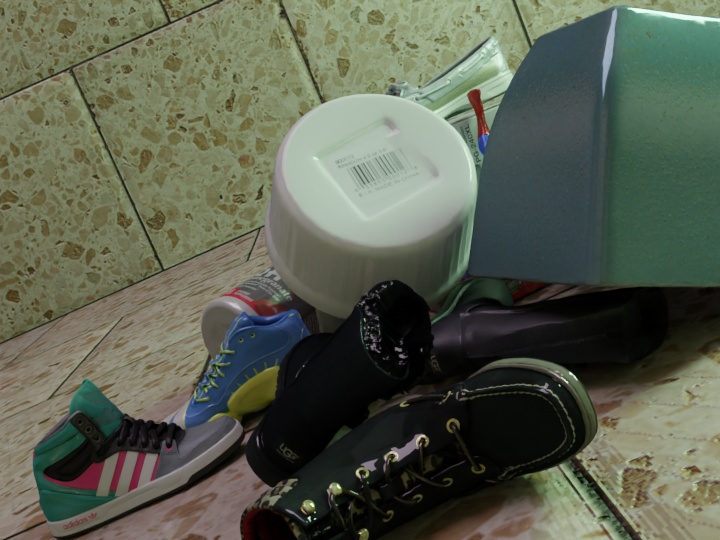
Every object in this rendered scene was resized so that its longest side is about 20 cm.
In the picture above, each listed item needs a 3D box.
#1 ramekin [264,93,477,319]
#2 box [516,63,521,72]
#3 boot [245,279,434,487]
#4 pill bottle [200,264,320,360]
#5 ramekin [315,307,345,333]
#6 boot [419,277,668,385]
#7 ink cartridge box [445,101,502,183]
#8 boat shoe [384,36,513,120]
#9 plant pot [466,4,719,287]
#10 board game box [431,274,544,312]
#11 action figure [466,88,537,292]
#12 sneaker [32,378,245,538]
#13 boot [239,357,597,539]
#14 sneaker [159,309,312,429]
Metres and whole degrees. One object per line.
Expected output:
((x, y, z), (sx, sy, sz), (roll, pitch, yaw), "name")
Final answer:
((0.011, -0.063, 0.836), (0.199, 0.201, 0.098), (-27, -26, -19), "ramekin")
((0.286, -0.188, 1.164), (0.197, 0.098, 0.176), (-4, -9, 1), "box")
((-0.003, 0.071, 0.755), (0.168, 0.076, 0.200), (-46, 6, 27), "boot")
((-0.090, 0.047, 1.137), (0.110, 0.112, 0.199), (-14, 14, 44), "pill bottle")
((0.000, 0.000, 0.962), (0.093, 0.205, 0.202), (-12, 11, 2), "ramekin")
((0.154, 0.037, 0.758), (0.199, 0.066, 0.165), (-16, 14, 40), "boot")
((0.107, -0.091, 1.022), (0.083, 0.147, 0.200), (-24, 9, -18), "ink cartridge box")
((0.074, -0.191, 1.002), (0.200, 0.065, 0.074), (-24, 9, -15), "boat shoe")
((0.209, -0.091, 0.724), (0.194, 0.203, 0.196), (0, 2, -20), "plant pot")
((0.170, -0.013, 1.030), (0.198, 0.047, 0.151), (-26, 10, -10), "board game box")
((0.141, -0.082, 0.856), (0.064, 0.202, 0.099), (-9, -11, 3), "action figure")
((-0.218, 0.151, 0.862), (0.198, 0.122, 0.084), (-25, 10, -6), "sneaker")
((0.030, 0.125, 0.556), (0.153, 0.074, 0.203), (-29, 3, -39), "boot")
((-0.133, 0.104, 0.957), (0.198, 0.106, 0.076), (-25, 10, -9), "sneaker")
